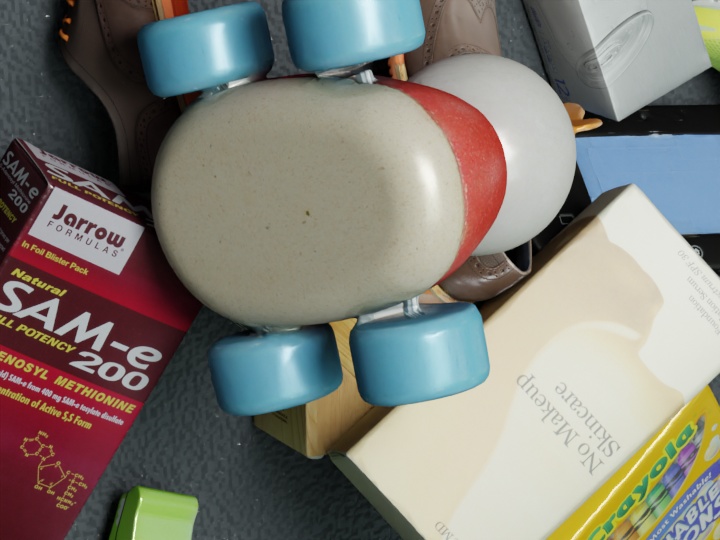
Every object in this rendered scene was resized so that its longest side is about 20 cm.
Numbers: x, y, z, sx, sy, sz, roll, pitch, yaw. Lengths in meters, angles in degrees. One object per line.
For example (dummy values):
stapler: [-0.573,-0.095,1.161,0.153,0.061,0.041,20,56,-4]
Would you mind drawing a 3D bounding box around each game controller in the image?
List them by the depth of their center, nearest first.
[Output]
game controller: [0.162,-0.042,1.580,0.199,0.105,0.042,-3,142,-29]

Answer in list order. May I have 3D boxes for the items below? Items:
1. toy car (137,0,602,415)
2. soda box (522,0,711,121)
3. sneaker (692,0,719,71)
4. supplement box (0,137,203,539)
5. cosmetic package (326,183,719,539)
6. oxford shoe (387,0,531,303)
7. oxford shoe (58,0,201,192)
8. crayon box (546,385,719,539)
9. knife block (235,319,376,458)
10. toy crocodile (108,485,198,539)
toy car: [0.023,-0.047,1.373,0.200,0.177,0.185,-18,99,-47]
soda box: [0.114,-0.182,1.527,0.068,0.063,0.200,-29,116,-20]
sneaker: [0.247,-0.084,1.587,0.200,0.078,0.091,25,87,1]
supplement box: [-0.163,0.050,1.410,0.109,0.061,0.200,24,102,-33]
cosmetic package: [0.091,0.061,1.471,0.200,0.071,0.105,-44,93,-8]
oxford shoe: [0.062,-0.080,1.489,0.071,0.073,0.201,12,71,-44]
oxford shoe: [-0.118,-0.132,1.405,0.072,0.071,0.201,-18,98,10]
crayon box: [0.143,0.120,1.581,0.126,0.052,0.200,-49,148,-8]
knife block: [0.000,0.000,1.510,0.199,0.064,0.176,-7,107,-28]
toy crocodile: [-0.127,0.207,1.494,0.067,0.062,0.201,19,93,-32]
